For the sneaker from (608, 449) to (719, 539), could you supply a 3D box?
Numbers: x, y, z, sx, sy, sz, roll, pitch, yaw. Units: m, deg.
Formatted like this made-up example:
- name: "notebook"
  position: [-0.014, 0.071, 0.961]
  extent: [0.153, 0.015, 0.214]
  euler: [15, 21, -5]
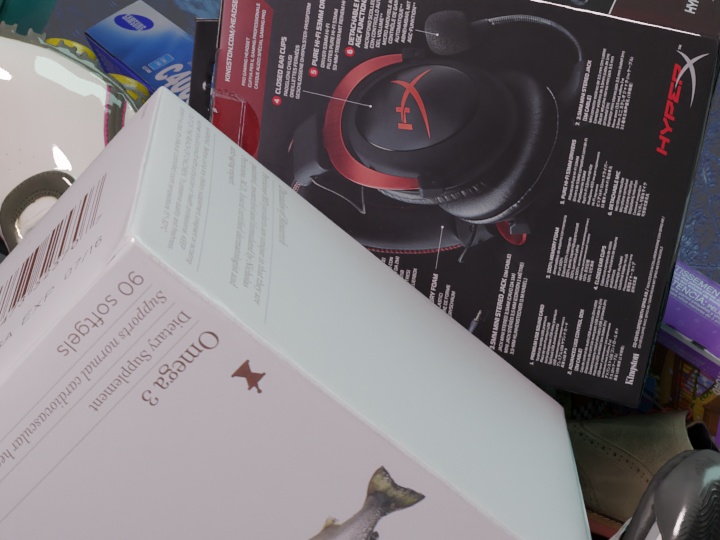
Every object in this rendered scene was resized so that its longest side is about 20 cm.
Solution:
- name: "sneaker"
  position: [0.071, 0.125, 0.662]
  extent: [0.075, 0.201, 0.115]
  euler: [-22, 46, -38]

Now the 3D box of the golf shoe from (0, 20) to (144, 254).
- name: "golf shoe"
  position: [-0.103, -0.009, 0.702]
  extent: [0.200, 0.077, 0.088]
  euler: [53, 22, -12]

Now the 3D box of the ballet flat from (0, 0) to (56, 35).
- name: "ballet flat"
  position: [-0.218, -0.154, 0.968]
  extent: [0.067, 0.068, 0.200]
  euler: [30, 10, -1]

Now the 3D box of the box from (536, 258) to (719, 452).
- name: "box"
  position: [0.145, 0.083, 0.848]
  extent: [0.136, 0.039, 0.201]
  euler: [35, -34, 21]

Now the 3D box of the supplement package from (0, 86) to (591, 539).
- name: "supplement package"
  position: [-0.031, 0.059, 0.606]
  extent: [0.200, 0.117, 0.118]
  euler: [38, 21, -19]

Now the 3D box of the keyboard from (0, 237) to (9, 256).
- name: "keyboard"
  position: [-0.172, -0.052, 0.808]
  extent: [0.200, 0.021, 0.128]
  euler: [31, 31, -51]

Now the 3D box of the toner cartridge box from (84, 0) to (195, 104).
- name: "toner cartridge box"
  position: [-0.093, -0.084, 1.013]
  extent: [0.200, 0.043, 0.095]
  euler: [41, -22, 58]

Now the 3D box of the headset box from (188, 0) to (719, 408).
- name: "headset box"
  position: [0.027, -0.050, 0.672]
  extent: [0.199, 0.150, 0.075]
  euler: [13, 27, 11]

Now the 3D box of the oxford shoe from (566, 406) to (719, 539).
- name: "oxford shoe"
  position: [0.123, 0.091, 0.799]
  extent: [0.200, 0.075, 0.070]
  euler: [32, 2, 42]

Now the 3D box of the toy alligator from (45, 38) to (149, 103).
- name: "toy alligator"
  position: [-0.170, -0.088, 0.914]
  extent: [0.054, 0.060, 0.200]
  euler: [0, -21, 38]
